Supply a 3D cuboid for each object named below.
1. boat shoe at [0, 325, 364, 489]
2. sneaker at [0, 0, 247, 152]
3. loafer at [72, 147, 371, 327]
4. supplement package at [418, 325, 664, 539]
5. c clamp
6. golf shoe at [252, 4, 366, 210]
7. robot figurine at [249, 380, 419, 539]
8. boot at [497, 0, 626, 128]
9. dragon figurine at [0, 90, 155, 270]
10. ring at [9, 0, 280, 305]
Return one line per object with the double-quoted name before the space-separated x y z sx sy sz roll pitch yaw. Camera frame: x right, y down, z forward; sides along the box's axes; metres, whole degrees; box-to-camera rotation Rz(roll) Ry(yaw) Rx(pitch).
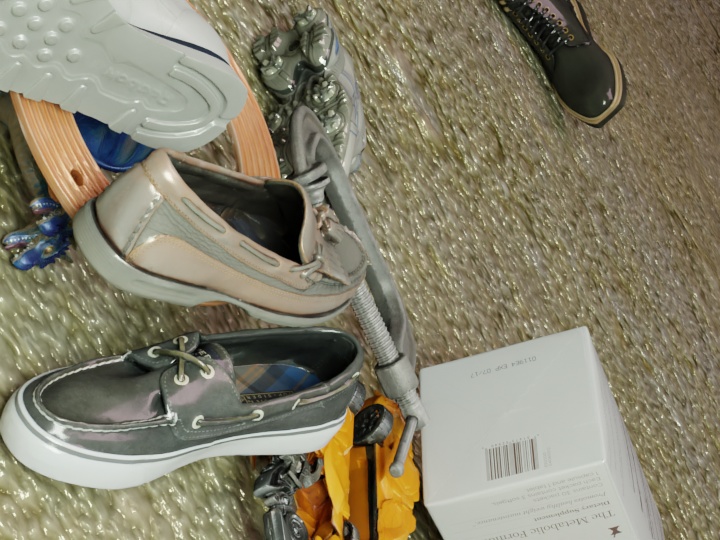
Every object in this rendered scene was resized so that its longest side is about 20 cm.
"boat shoe" -0.081 0.056 0.777 0.199 0.057 0.069 -2 42 -44
"sneaker" -0.138 -0.127 0.746 0.200 0.076 0.081 33 30 -48
"loafer" -0.050 -0.018 0.781 0.199 0.063 0.072 6 43 -55
"supplement package" 0.121 0.152 1.000 0.110 0.113 0.201 -90 158 -47
"c clamp" 0.000 0.000 0.937 0.171 0.027 0.202 -56 123 -74
"golf shoe" -0.021 -0.090 1.093 0.097 0.078 0.201 49 28 -37
"robot figurine" -0.014 0.128 0.887 0.145 0.058 0.201 46 28 -29
"boot" 0.193 -0.246 1.680 0.138 0.077 0.201 31 25 -41
"dragon figurine" -0.144 -0.074 0.847 0.100 0.059 0.200 57 29 -12
"ring" -0.110 -0.074 0.824 0.200 0.019 0.202 38 38 -37
